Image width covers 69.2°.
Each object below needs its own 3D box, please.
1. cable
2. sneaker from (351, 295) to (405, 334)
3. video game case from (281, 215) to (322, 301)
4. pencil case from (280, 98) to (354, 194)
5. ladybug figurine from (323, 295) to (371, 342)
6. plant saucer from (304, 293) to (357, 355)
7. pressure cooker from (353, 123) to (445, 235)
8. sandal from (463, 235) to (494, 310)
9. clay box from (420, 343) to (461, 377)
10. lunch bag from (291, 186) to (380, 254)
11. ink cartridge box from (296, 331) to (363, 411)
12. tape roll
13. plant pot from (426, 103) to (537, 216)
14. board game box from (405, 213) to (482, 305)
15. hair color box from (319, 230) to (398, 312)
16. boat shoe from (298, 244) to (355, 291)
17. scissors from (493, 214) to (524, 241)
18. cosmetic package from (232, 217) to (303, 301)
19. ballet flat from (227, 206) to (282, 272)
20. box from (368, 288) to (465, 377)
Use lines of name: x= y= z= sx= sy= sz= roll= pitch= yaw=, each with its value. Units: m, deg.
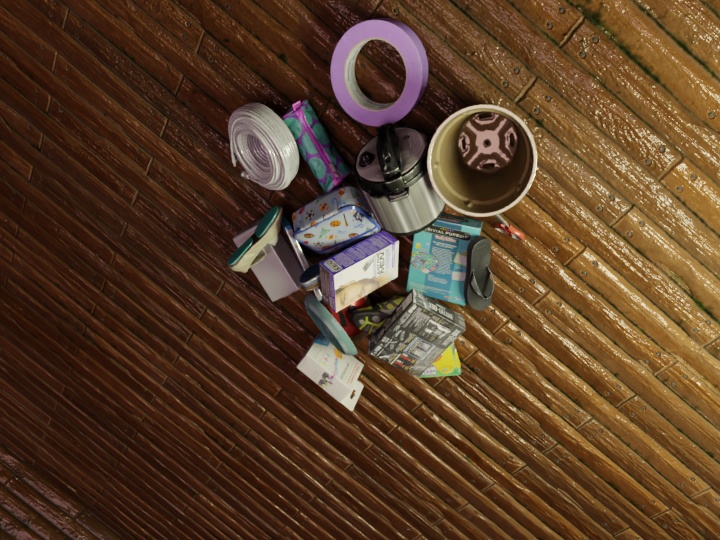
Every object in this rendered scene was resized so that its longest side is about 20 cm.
cable: x=-0.222 y=-0.280 z=1.197 sx=0.198 sy=0.069 sz=0.202 roll=35 pitch=147 yaw=22
sneaker: x=0.074 y=0.107 z=1.314 sx=0.195 sy=0.077 sz=0.077 roll=-5 pitch=126 yaw=9
video game case: x=-0.149 y=-0.033 z=1.312 sx=0.018 sy=0.143 sz=0.203 roll=-25 pitch=109 yaw=-6
pencil case: x=-0.099 y=-0.280 z=1.182 sx=0.084 sy=0.092 sz=0.202 roll=-36 pitch=101 yaw=-8
ladybug figurine: x=-0.038 y=0.106 z=1.374 sx=0.133 sy=0.072 sz=0.204 roll=-11 pitch=112 yaw=25
plant saucer: x=-0.082 y=0.145 z=1.335 sx=0.200 sy=0.027 sz=0.201 roll=47 pitch=166 yaw=15
pressure cooker: x=0.079 y=-0.194 z=1.078 sx=0.174 sy=0.179 sz=0.201 roll=27 pitch=159 yaw=41
sandal: x=0.274 y=0.018 z=1.190 sx=0.043 sy=0.075 sz=0.203 roll=43 pitch=155 yaw=48
clay box: x=0.186 y=0.202 z=1.355 sx=0.112 sy=0.048 sz=0.204 roll=-9 pitch=112 yaw=25
lunch bag: x=-0.051 y=-0.111 z=1.225 sx=0.196 sy=0.077 sz=0.160 roll=-19 pitch=151 yaw=24
ink cartridge box: x=-0.066 y=0.278 z=1.450 sx=0.199 sy=0.116 sz=0.068 roll=39 pitch=123 yaw=-4
tape roll: x=0.039 y=-0.409 z=1.081 sx=0.195 sy=0.066 sz=0.205 roll=8 pitch=118 yaw=16
plant pot: x=0.241 y=-0.232 z=1.022 sx=0.195 sy=0.184 sz=0.205 roll=7 pitch=116 yaw=15
board game box: x=0.194 y=-0.030 z=1.230 sx=0.147 sy=0.047 sz=0.204 roll=13 pitch=120 yaw=13
hair color box: x=0.000 y=0.000 z=1.221 sx=0.065 sy=0.198 sz=0.111 roll=37 pitch=142 yaw=39
boat shoe: x=-0.062 y=0.009 z=1.259 sx=0.071 sy=0.198 sz=0.074 roll=9 pitch=122 yaw=46
scissors: x=0.307 y=-0.094 z=1.085 sx=0.072 sy=0.200 sz=0.014 roll=29 pitch=92 yaw=18
cosmetic package: x=-0.236 y=-0.031 z=1.379 sx=0.100 sy=0.074 sz=0.203 roll=-21 pitch=109 yaw=27
ballet flat: x=-0.245 y=-0.071 z=1.289 sx=0.069 sy=0.070 sz=0.200 roll=44 pitch=100 yaw=-7
box: x=0.134 y=0.157 z=1.267 sx=0.155 sy=0.050 sz=0.201 roll=26 pitch=123 yaw=-17
